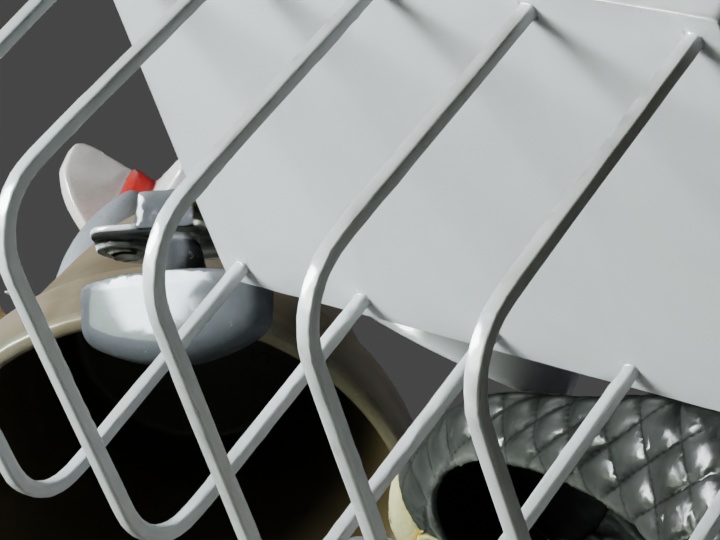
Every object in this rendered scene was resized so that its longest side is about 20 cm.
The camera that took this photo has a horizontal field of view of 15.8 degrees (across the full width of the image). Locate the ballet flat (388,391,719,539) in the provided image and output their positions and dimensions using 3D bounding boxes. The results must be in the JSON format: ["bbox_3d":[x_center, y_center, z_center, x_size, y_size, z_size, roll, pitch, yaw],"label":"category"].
[{"bbox_3d":[0.059,0.071,0.764,0.057,0.066,0.200,-56,18,-24],"label":"ballet flat"}]

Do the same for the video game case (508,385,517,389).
[{"bbox_3d":[0.065,-0.084,0.976,0.182,0.023,0.201,-124,48,-58],"label":"video game case"}]

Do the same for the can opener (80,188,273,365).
[{"bbox_3d":[0.000,0.000,0.895,0.053,0.198,0.067,37,-127,-71],"label":"can opener"}]

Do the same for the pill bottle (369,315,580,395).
[{"bbox_3d":[0.073,-0.064,0.802,0.201,0.104,0.104,-65,25,4],"label":"pill bottle"}]

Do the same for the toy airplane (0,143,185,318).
[{"bbox_3d":[-0.143,0.027,1.252,0.199,0.140,0.201,-126,51,-60],"label":"toy airplane"}]

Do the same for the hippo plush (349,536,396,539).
[{"bbox_3d":[0.020,0.173,0.805,0.160,0.200,0.160,14,74,49],"label":"hippo plush"}]

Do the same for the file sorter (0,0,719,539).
[{"bbox_3d":[-0.005,0.004,0.662,0.199,0.139,0.125,15,51,35],"label":"file sorter"}]

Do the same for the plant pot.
[{"bbox_3d":[-0.072,0.062,1.049,0.174,0.199,0.201,-90,21,-63],"label":"plant pot"}]
